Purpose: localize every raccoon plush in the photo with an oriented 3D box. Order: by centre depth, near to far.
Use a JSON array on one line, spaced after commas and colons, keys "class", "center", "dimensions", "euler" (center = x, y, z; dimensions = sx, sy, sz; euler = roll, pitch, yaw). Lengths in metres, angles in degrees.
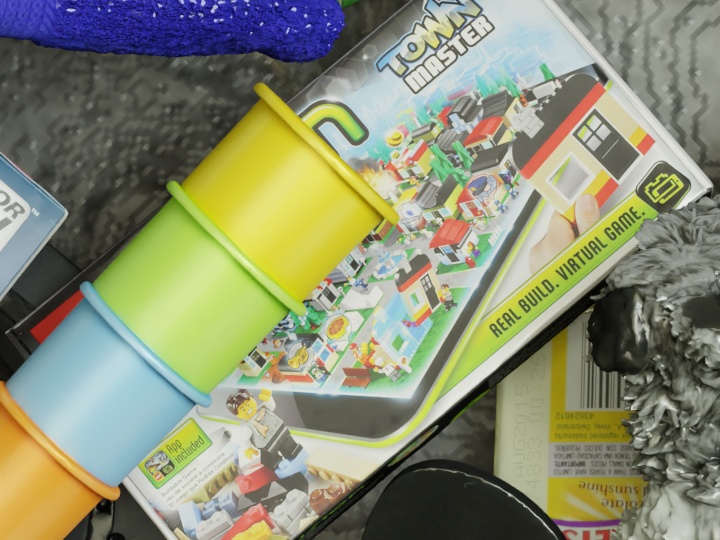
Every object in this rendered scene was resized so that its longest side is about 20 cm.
[{"class": "raccoon plush", "center": [0.140, 0.042, 0.889], "dimensions": [0.097, 0.200, 0.134], "euler": [19, 128, 30]}]

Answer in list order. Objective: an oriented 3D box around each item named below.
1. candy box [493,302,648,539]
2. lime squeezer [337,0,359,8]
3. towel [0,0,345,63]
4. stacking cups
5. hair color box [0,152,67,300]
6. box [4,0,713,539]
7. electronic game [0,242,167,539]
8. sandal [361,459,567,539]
[{"class": "candy box", "center": [0.141, 0.060, 0.920], "dimensions": [0.199, 0.026, 0.103], "euler": [1, 70, 7]}, {"class": "lime squeezer", "center": [-0.004, -0.116, 0.961], "dimensions": [0.199, 0.038, 0.071], "euler": [10, 58, 8]}, {"class": "towel", "center": [-0.102, -0.134, 0.871], "dimensions": [0.050, 0.200, 0.148], "euler": [-44, 52, 45]}, {"class": "stacking cups", "center": [-0.077, 0.035, 0.882], "dimensions": [0.061, 0.061, 0.200], "euler": [45, 94, 7]}, {"class": "hair color box", "center": [-0.176, 0.049, 0.857], "dimensions": [0.060, 0.100, 0.200], "euler": [40, 66, -9]}, {"class": "box", "center": [0.000, 0.000, 0.923], "dimensions": [0.200, 0.035, 0.110], "euler": [-40, 80, -3]}, {"class": "electronic game", "center": [-0.161, 0.072, 0.964], "dimensions": [0.199, 0.042, 0.201], "euler": [0, 90, -1]}, {"class": "sandal", "center": [0.034, 0.158, 0.888], "dimensions": [0.075, 0.045, 0.201], "euler": [-1, 94, 12]}]
